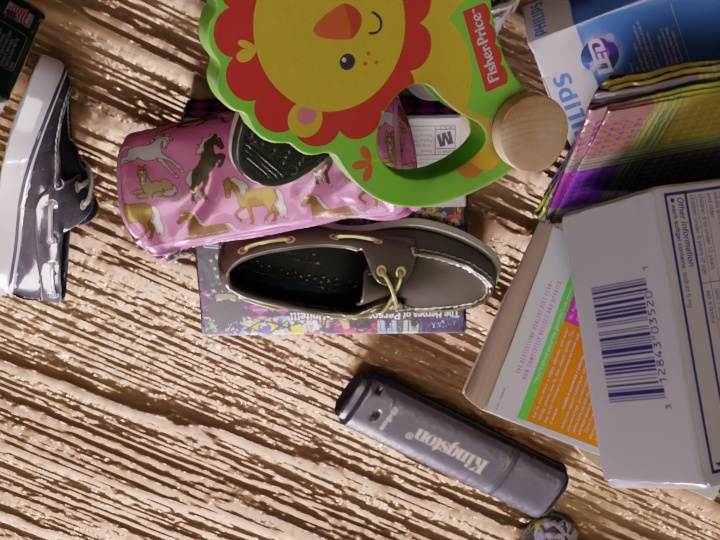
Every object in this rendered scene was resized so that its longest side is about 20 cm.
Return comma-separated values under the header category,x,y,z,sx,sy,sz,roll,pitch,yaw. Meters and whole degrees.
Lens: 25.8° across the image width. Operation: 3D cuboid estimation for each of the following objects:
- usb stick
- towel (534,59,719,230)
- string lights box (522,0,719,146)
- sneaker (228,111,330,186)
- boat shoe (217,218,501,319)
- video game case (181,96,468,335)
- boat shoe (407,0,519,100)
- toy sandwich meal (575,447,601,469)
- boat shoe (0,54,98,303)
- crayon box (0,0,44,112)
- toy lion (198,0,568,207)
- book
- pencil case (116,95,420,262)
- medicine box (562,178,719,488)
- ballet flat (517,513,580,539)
category,x,y,z,sx,sy,sz,roll,pitch,yaw
usb stick,0.074,0.137,1.238,0.198,0.033,0.056,27,121,-16
towel,0.195,-0.081,1.015,0.142,0.023,0.200,-12,160,-9
string lights box,0.216,-0.153,1.022,0.198,0.059,0.103,-19,122,14
sneaker,-0.036,-0.153,0.986,0.083,0.121,0.201,33,88,-29
boat shoe,0.000,0.003,1.085,0.199,0.061,0.073,8,124,-4
video game case,-0.021,-0.036,1.119,0.197,0.036,0.183,-1,123,2
boat shoe,0.074,-0.187,0.995,0.070,0.070,0.201,20,122,-12
toy sandwich meal,0.236,0.100,1.186,0.202,0.071,0.207,0,124,1
boat shoe,-0.213,-0.057,1.088,0.067,0.072,0.201,14,126,-6
crayon box,-0.285,-0.079,1.040,0.050,0.128,0.201,28,120,-17
toy lion,0.007,-0.126,0.916,0.190,0.069,0.202,-24,113,-10
book,0.187,0.064,1.092,0.198,0.048,0.135,23,93,-19
pencil case,-0.058,-0.063,1.032,0.197,0.083,0.087,-10,116,6
medicine box,0.250,0.033,1.024,0.198,0.103,0.185,-8,87,-30
ballet flat,0.147,0.299,1.324,0.071,0.072,0.202,9,124,-5
